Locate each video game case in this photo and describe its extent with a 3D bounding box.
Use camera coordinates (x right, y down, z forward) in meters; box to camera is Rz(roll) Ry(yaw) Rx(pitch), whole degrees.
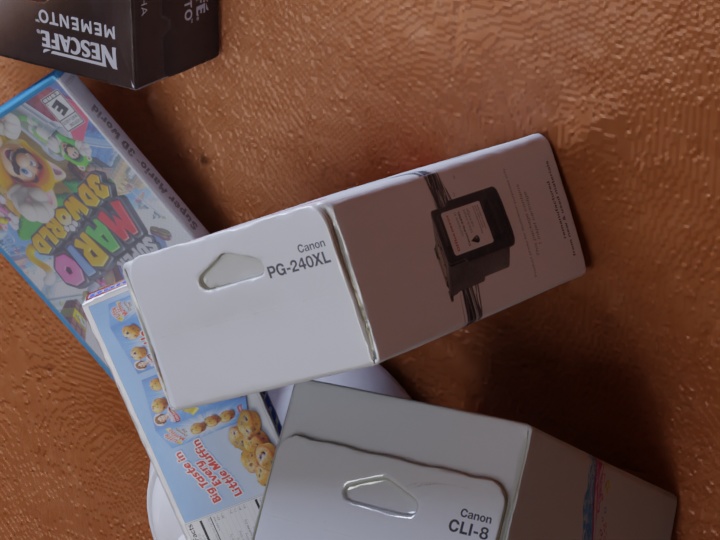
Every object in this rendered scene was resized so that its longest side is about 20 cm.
[{"bbox_3d":[-0.162,-0.020,1.190,0.143,0.018,0.200,-25,112,39],"label":"video game case"}]

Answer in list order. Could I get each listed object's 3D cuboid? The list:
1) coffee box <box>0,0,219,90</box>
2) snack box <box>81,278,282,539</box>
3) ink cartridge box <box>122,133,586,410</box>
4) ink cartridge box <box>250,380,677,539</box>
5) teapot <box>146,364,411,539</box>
[{"bbox_3d":[-0.184,-0.186,1.129,0.199,0.080,0.114,17,119,30],"label":"coffee box"},{"bbox_3d":[-0.079,0.093,1.048,0.072,0.024,0.201,-21,102,6],"label":"snack box"},{"bbox_3d":[0.000,0.000,0.996,0.145,0.200,0.084,-16,93,39],"label":"ink cartridge box"},{"bbox_3d":[0.053,0.155,1.006,0.145,0.200,0.145,9,78,34],"label":"ink cartridge box"},{"bbox_3d":[-0.056,0.143,1.140,0.200,0.146,0.198,48,129,8],"label":"teapot"}]
